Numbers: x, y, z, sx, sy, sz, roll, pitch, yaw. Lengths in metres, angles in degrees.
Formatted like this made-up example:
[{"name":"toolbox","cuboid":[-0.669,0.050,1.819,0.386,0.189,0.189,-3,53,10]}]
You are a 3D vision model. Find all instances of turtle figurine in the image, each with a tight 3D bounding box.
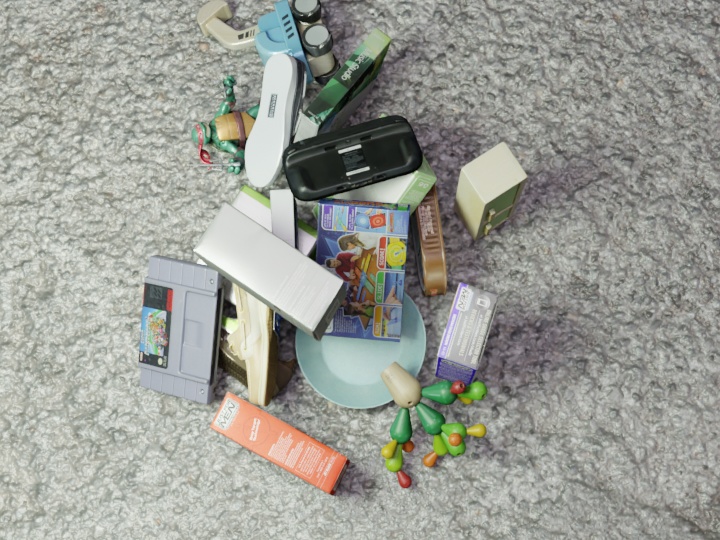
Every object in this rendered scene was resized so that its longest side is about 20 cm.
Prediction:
[{"name":"turtle figurine","cuboid":[-0.190,-0.227,1.772,0.197,0.100,0.152,-14,95,-19]}]

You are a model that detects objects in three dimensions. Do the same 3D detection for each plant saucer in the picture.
[{"name":"plant saucer","cuboid":[0.001,0.109,1.720,0.197,0.039,0.204,-1,77,2]}]

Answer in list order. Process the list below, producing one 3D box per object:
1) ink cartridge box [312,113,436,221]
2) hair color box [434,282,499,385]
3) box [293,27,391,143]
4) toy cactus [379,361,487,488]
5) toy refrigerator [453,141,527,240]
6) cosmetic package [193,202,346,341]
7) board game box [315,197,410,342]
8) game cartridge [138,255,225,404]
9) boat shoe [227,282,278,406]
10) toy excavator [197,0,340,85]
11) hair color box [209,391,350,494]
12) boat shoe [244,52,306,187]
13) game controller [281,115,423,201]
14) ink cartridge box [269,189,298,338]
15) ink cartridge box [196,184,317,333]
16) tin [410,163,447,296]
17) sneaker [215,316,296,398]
[{"name":"ink cartridge box","cuboid":[0.018,-0.114,1.712,0.201,0.047,0.146,-53,43,27]},{"name":"hair color box","cuboid":[0.151,0.097,1.635,0.064,0.200,0.111,17,78,5]},{"name":"box","cuboid":[-0.032,-0.258,1.727,0.036,0.145,0.201,34,65,3]},{"name":"toy cactus","cuboid":[0.086,0.209,1.641,0.165,0.102,0.200,49,120,8]},{"name":"toy refrigerator","cuboid":[0.191,-0.111,1.682,0.075,0.200,0.070,-32,78,-7]},{"name":"cosmetic package","cuboid":[-0.120,0.002,1.538,0.198,0.107,0.091,31,82,9]},{"name":"board game box","cuboid":[0.000,0.000,1.656,0.133,0.035,0.203,5,109,3]},{"name":"game cartridge","cuboid":[-0.267,0.087,1.681,0.128,0.038,0.203,10,101,20]},{"name":"boat shoe","cuboid":[-0.159,0.096,1.647,0.068,0.074,0.204,-2,80,7]},{"name":"toy excavator","cuboid":[-0.149,-0.370,1.803,0.197,0.100,0.197,-18,64,0]},{"name":"hair color box","cuboid":[-0.115,0.254,1.658,0.198,0.102,0.062,27,80,7]},{"name":"boat shoe","cuboid":[-0.121,-0.224,1.721,0.071,0.067,0.203,11,93,32]},{"name":"game controller","cuboid":[-0.012,-0.161,1.626,0.197,0.042,0.106,-16,63,-5]},{"name":"ink cartridge box","cuboid":[-0.108,-0.008,1.643,0.039,0.100,0.204,-1,80,0]},{"name":"ink cartridge box","cuboid":[-0.167,-0.004,1.733,0.147,0.076,0.202,31,83,8]},{"name":"tin","cuboid":[0.100,-0.061,1.718,0.041,0.112,0.203,-7,76,1]},{"name":"sneaker","cuboid":[-0.186,0.111,1.721,0.199,0.071,0.075,40,57,11]}]
